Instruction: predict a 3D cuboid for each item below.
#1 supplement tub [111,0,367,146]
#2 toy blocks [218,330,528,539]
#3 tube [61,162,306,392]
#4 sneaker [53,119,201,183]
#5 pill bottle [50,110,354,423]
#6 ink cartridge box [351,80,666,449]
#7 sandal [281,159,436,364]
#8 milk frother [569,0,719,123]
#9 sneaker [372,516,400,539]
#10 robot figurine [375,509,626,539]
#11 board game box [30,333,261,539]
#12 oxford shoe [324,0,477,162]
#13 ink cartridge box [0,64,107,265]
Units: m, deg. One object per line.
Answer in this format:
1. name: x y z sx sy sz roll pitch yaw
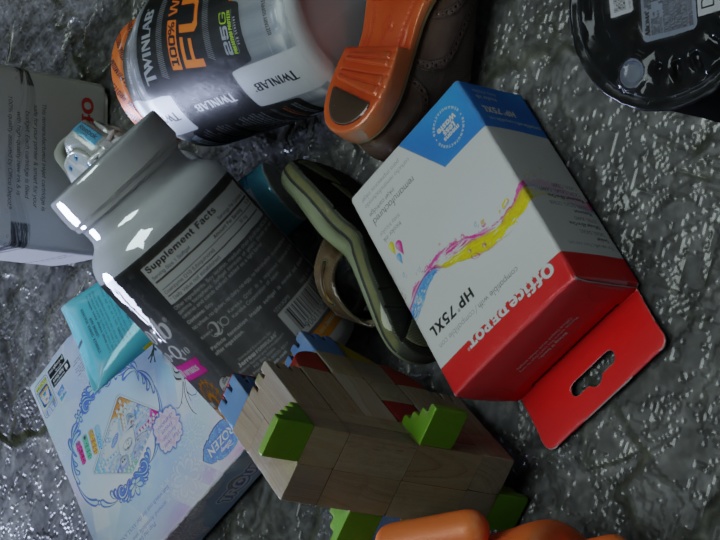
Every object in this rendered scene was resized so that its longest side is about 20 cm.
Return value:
1. supplement tub: -0.077 -0.158 1.215 0.199 0.122 0.124 -14 75 43
2. toy blocks: -0.005 0.092 1.073 0.137 0.199 0.101 47 117 51
3. tube: -0.131 0.001 1.251 0.199 0.050 0.078 -36 54 13
4. sneaker: -0.178 -0.073 1.289 0.075 0.087 0.199 -50 24 -21
5. pill bottle: -0.106 -0.001 1.162 0.116 0.117 0.200 -35 101 36
6. ink cartridge box: 0.088 -0.002 1.067 0.116 0.067 0.201 -47 55 30
7. sandal: 0.000 0.000 1.151 0.058 0.079 0.201 -55 42 18
8. milk frother: 0.240 -0.149 0.850 0.199 0.187 0.182 13 94 45
9. sneaker: -0.018 0.233 1.129 0.075 0.084 0.201 40 112 40
10. robot figurine: 0.074 0.215 1.009 0.199 0.144 0.117 -21 53 32
11. board game box: -0.155 0.105 1.311 0.200 0.043 0.200 -48 53 29
12. oxford shoe: 0.045 -0.164 1.139 0.071 0.073 0.201 18 79 50
13. ink cartridge box: -0.305 -0.086 1.379 0.084 0.199 0.147 -10 77 46
